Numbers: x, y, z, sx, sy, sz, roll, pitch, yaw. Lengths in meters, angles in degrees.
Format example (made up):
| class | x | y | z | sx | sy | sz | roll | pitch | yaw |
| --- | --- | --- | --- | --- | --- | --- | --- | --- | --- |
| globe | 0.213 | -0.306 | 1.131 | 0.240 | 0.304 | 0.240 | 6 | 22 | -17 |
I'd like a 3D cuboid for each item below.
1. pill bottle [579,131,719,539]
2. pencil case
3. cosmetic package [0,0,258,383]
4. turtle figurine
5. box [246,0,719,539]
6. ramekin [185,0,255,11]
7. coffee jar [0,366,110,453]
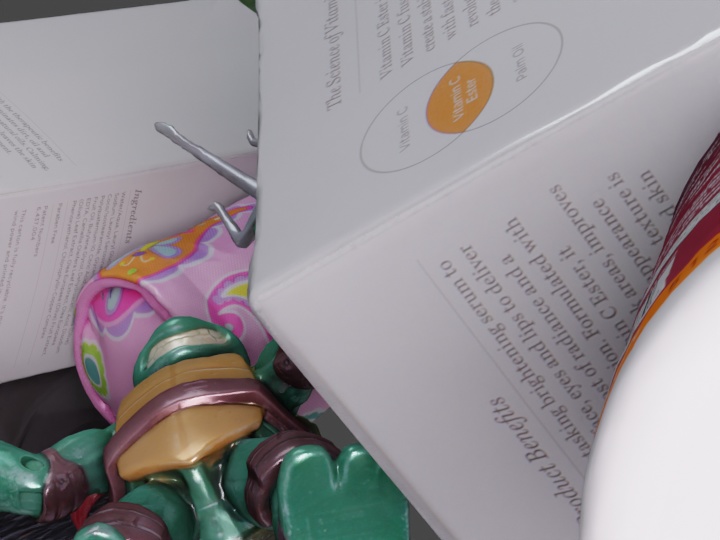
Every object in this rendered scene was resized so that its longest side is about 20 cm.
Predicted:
| class | x | y | z | sx | sy | sz | roll | pitch | yaw |
| --- | --- | --- | --- | --- | --- | --- | --- | --- | --- |
| pill bottle | 0.100 | 0.016 | 0.419 | 0.109 | 0.110 | 0.200 | -21 | 9 | 16 |
| pencil case | 0.000 | 0.000 | 0.883 | 0.200 | 0.088 | 0.087 | -28 | 10 | -34 |
| cosmetic package | -0.095 | -0.032 | 0.913 | 0.200 | 0.085 | 0.108 | -10 | 38 | -43 |
| turtle figurine | -0.049 | 0.040 | 0.705 | 0.150 | 0.101 | 0.200 | -37 | 23 | 5 |
| box | 0.084 | -0.045 | 0.600 | 0.200 | 0.106 | 0.152 | -29 | 30 | 17 |
| ramekin | -0.128 | -0.215 | 2.441 | 0.200 | 0.098 | 0.200 | -23 | 8 | 4 |
| coffee jar | -0.180 | 0.056 | 0.984 | 0.200 | 0.086 | 0.104 | -18 | 6 | 38 |
